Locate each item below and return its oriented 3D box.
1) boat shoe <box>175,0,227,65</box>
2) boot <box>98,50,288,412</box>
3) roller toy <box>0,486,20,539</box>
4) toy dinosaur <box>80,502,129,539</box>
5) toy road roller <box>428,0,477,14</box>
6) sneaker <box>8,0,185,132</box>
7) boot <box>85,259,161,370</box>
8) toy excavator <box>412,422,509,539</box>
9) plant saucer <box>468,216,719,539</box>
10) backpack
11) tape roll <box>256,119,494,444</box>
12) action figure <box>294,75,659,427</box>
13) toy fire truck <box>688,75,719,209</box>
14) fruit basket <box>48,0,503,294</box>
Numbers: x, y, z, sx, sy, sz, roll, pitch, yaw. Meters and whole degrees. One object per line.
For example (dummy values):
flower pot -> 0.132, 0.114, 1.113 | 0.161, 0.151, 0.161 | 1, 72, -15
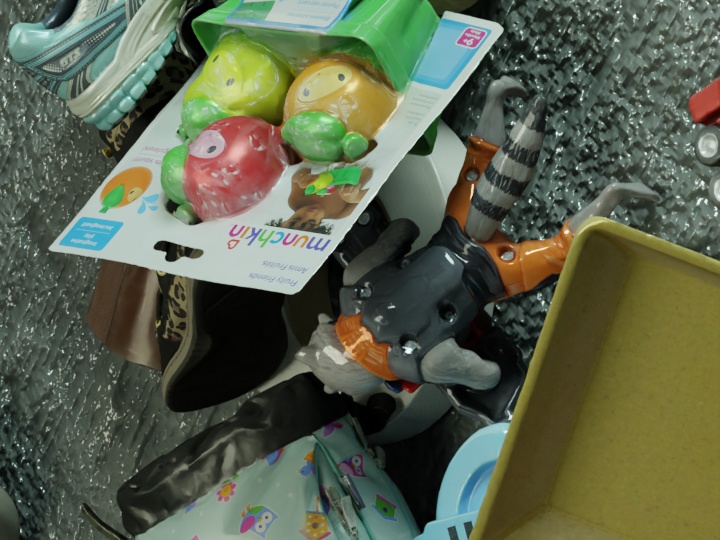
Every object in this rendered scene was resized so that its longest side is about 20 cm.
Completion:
boat shoe -> -0.082, -0.143, 1.730 | 0.200, 0.062, 0.075 | -119, 29, -52
boot -> -0.099, -0.019, 1.663 | 0.200, 0.073, 0.151 | 99, 151, -61
roller toy -> -0.329, 0.167, 1.933 | 0.183, 0.200, 0.140 | -52, 52, 27
toy dinosaur -> -0.118, 0.231, 1.760 | 0.088, 0.047, 0.200 | 79, 163, -44
toy road roller -> 0.039, -0.255, 1.580 | 0.146, 0.123, 0.200 | -30, 65, 32
sneaker -> -0.119, -0.178, 1.565 | 0.200, 0.086, 0.078 | -60, 17, 0
boot -> -0.152, -0.045, 1.842 | 0.186, 0.064, 0.200 | 31, 116, 49
toy excavator -> 0.106, 0.098, 1.505 | 0.194, 0.100, 0.200 | -21, 63, 46
plant saucer -> 0.174, 0.085, 1.379 | 0.200, 0.048, 0.200 | 21, 116, 8
backpack -> -0.035, 0.175, 1.585 | 0.167, 0.127, 0.200 | -33, 80, 25
tape roll -> 0.000, 0.000, 1.671 | 0.203, 0.037, 0.203 | -6, 82, 50
action figure -> 0.032, -0.019, 1.540 | 0.200, 0.105, 0.194 | 41, 92, 20
toy fire truck -> 0.230, -0.069, 1.392 | 0.141, 0.049, 0.200 | -34, 64, 41
fruit basket -> -0.048, -0.075, 1.507 | 0.185, 0.200, 0.094 | 11, 137, 42
